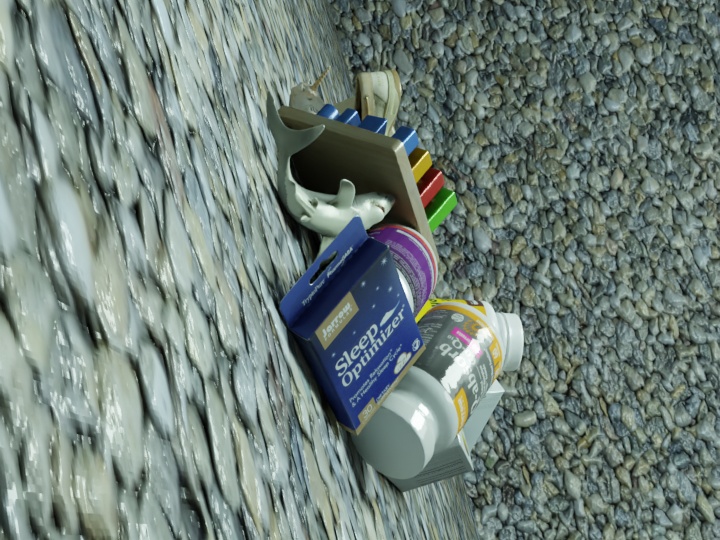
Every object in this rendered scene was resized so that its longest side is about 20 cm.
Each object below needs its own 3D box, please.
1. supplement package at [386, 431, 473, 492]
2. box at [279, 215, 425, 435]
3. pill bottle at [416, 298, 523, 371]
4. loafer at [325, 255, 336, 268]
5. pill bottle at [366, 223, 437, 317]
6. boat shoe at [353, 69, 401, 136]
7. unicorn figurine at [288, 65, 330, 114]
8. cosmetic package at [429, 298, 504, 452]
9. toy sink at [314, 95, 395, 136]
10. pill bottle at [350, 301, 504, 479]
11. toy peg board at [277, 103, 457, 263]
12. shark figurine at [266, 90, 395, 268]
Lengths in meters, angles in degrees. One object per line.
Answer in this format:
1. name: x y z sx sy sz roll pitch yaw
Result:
1. supplement package: 0.077 0.210 1.267 0.200 0.107 0.116 61 13 -67
2. box: -0.002 0.057 0.924 0.032 0.121 0.202 25 -27 36
3. pill bottle: 0.116 0.094 1.308 0.109 0.195 0.112 -177 -90 -80
4. loafer: 0.000 0.000 1.299 0.200 0.061 0.074 33 65 -79
5. pill bottle: 0.017 0.023 1.088 0.200 0.110 0.115 -45 118 -67
6. boat shoe: 0.005 -0.184 1.324 0.202 0.064 0.073 104 -25 -43
7. unicorn figurine: -0.062 -0.192 1.355 0.140 0.073 0.200 66 -9 -7
8. cosmetic package: 0.116 0.165 1.438 0.201 0.051 0.153 55 -48 39
9. toy sink: 0.008 -0.171 1.567 0.113 0.128 0.203 -99 168 -62
10. pill bottle: 0.076 0.132 1.082 0.200 0.115 0.118 -45 123 -46
11. toy peg board: 0.019 -0.129 1.211 0.198 0.098 0.201 22 -32 36
12. shark figurine: -0.063 -0.091 1.068 0.089 0.129 0.214 44 3 40
